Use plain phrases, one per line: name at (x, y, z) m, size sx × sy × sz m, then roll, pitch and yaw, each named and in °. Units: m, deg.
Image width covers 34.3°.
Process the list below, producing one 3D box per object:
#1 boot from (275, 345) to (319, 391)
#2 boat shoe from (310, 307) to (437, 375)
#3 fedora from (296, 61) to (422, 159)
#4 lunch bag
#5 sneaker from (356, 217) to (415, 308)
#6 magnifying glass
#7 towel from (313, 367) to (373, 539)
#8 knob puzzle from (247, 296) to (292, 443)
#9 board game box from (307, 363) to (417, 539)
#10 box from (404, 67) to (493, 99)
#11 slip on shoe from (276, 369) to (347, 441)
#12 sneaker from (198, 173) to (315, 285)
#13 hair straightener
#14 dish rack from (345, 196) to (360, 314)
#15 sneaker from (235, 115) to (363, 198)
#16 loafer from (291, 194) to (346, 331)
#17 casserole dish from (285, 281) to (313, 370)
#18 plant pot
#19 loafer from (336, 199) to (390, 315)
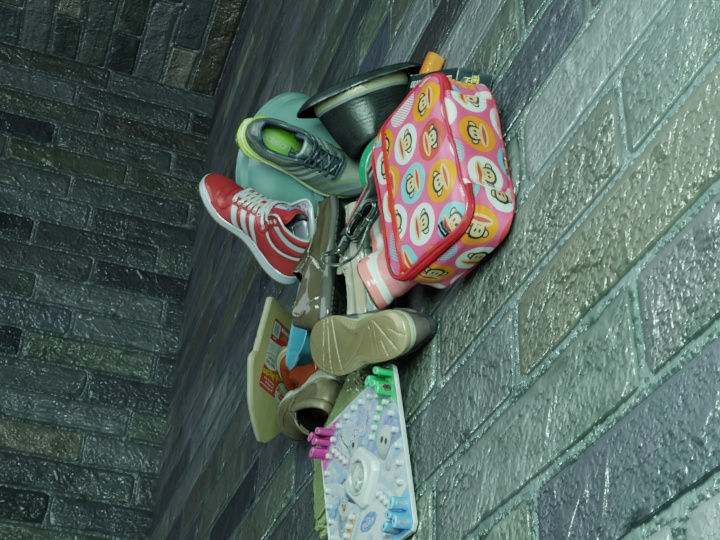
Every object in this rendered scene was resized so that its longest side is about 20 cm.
boot at (-0.074, 0.153, 1.694) m, size 0.200 × 0.075 × 0.107 m, roll 116°, pitch 148°, yaw -59°
boat shoe at (0.012, 0.081, 1.353) m, size 0.200 × 0.065 × 0.072 m, roll -19°, pitch 76°, yaw 54°
fedora at (0.014, -0.204, 1.551) m, size 0.092 × 0.200 × 0.201 m, roll 68°, pitch 162°, yaw 0°
lunch bag at (0.076, -0.087, 1.222) m, size 0.176 × 0.082 × 0.200 m, roll -44°, pitch 45°, yaw 47°
sneaker at (0.057, -0.022, 1.381) m, size 0.087 × 0.074 × 0.200 m, roll -22°, pitch 21°, yaw 17°
magnifying glass at (0.059, -0.183, 1.492) m, size 0.022 × 0.080 × 0.200 m, roll 17°, pitch 84°, yaw 58°
towel at (-0.019, 0.227, 1.482) m, size 0.148 × 0.036 × 0.200 m, roll -97°, pitch 24°, yaw -54°
knob puzzle at (-0.138, 0.164, 1.776) m, size 0.220 × 0.030 × 0.220 m, roll 5°, pitch -90°, yaw -70°
board game box at (-0.004, 0.236, 1.335) m, size 0.200 × 0.026 × 0.200 m, roll -50°, pitch 38°, yaw 47°
box at (0.088, -0.155, 1.385) m, size 0.200 × 0.046 × 0.159 m, roll -152°, pitch 75°, yaw -75°
slip on shoe at (-0.071, 0.202, 1.620) m, size 0.200 × 0.076 × 0.061 m, roll -45°, pitch 17°, yaw 53°
sneaker at (-0.138, -0.085, 1.620) m, size 0.071 × 0.200 × 0.113 m, roll -35°, pitch -13°, yaw -42°
hair straightener at (0.011, -0.086, 1.358) m, size 0.200 × 0.041 × 0.077 m, roll -56°, pitch 15°, yaw 13°
dish rack at (0.000, 0.000, 1.577) m, size 0.200 × 0.055 × 0.153 m, roll -95°, pitch 24°, yaw -55°
sneaker at (-0.070, -0.151, 1.577) m, size 0.081 × 0.200 × 0.074 m, roll -169°, pitch 98°, yaw -75°
loafer at (-0.056, -0.010, 1.491) m, size 0.073 × 0.071 × 0.200 m, roll 62°, pitch -151°, yaw -54°
casserole dish at (-0.060, 0.043, 1.580) m, size 0.121 × 0.039 × 0.200 m, roll 131°, pitch 150°, yaw -63°
plant pot at (-0.065, -0.149, 1.709) m, size 0.134 × 0.200 × 0.200 m, roll 21°, pitch 100°, yaw 34°
loafer at (-0.005, 0.013, 1.434) m, size 0.072 × 0.063 × 0.200 m, roll 20°, pitch -121°, yaw -68°
